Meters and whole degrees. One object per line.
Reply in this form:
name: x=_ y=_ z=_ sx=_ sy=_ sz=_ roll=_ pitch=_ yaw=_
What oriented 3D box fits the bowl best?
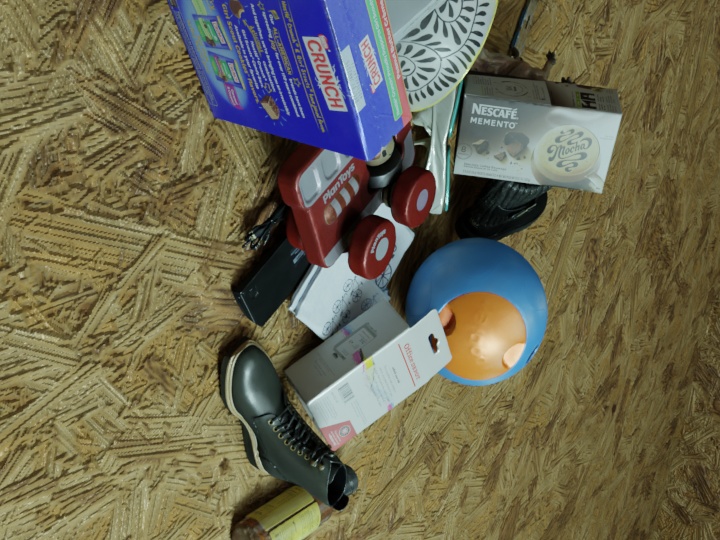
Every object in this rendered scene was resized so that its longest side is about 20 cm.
bowl: x=0.045 y=-0.279 z=0.880 sx=0.093 sy=0.200 sz=0.205 roll=14 pitch=97 yaw=-32

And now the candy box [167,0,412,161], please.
candy box: x=-0.066 y=-0.200 z=0.723 sx=0.077 sy=0.198 sz=0.171 roll=-46 pitch=140 yaw=-28

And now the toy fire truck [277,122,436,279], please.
toy fire truck: x=-0.005 y=-0.104 z=0.893 sx=0.201 sy=0.111 sz=0.170 roll=-51 pitch=148 yaw=-28

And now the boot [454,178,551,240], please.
boot: x=0.241 y=-0.124 z=1.240 sx=0.210 sy=0.080 sz=0.159 roll=-35 pitch=165 yaw=-39

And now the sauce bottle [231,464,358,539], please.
sauce bottle: x=-0.078 y=0.314 z=1.100 sx=0.198 sy=0.065 sz=0.067 roll=-18 pitch=122 yaw=-47

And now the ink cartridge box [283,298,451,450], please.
ink cartridge box: x=0.014 y=0.121 z=1.069 sx=0.198 sy=0.068 sz=0.118 roll=-34 pitch=137 yaw=-11

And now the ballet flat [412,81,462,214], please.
ballet flat: x=0.092 y=-0.172 z=1.081 sx=0.069 sy=0.069 sz=0.204 roll=-20 pitch=122 yaw=-48

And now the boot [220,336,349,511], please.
boot: x=-0.078 y=0.175 z=0.962 sx=0.077 sy=0.137 sz=0.203 roll=-44 pitch=138 yaw=-30

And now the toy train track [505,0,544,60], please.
toy train track: x=0.238 y=-0.321 z=1.233 sx=0.114 sy=0.032 sz=0.204 roll=15 pitch=94 yaw=-56

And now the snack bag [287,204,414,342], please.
snack bag: x=0.000 y=0.000 z=1.067 sx=0.202 sy=0.021 sz=0.189 roll=-60 pitch=149 yaw=-11

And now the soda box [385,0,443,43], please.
soda box: x=0.057 y=-0.275 z=0.767 sx=0.200 sy=0.064 sz=0.068 roll=-44 pitch=-175 yaw=-16

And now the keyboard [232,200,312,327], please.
keyboard: x=-0.077 y=-0.041 z=0.954 sx=0.201 sy=0.020 sz=0.128 roll=-52 pitch=148 yaw=-25

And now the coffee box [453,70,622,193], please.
coffee box: x=0.222 y=-0.179 z=1.084 sx=0.080 sy=0.195 sz=0.115 roll=-75 pitch=173 yaw=-54

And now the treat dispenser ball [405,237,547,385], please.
treat dispenser ball: x=0.161 y=0.057 z=1.177 sx=0.199 sy=0.198 sz=0.205 roll=-30 pitch=130 yaw=-42

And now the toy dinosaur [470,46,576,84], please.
toy dinosaur: x=0.210 y=-0.230 z=1.145 sx=0.135 sy=0.086 sz=0.202 roll=-36 pitch=93 yaw=-18
